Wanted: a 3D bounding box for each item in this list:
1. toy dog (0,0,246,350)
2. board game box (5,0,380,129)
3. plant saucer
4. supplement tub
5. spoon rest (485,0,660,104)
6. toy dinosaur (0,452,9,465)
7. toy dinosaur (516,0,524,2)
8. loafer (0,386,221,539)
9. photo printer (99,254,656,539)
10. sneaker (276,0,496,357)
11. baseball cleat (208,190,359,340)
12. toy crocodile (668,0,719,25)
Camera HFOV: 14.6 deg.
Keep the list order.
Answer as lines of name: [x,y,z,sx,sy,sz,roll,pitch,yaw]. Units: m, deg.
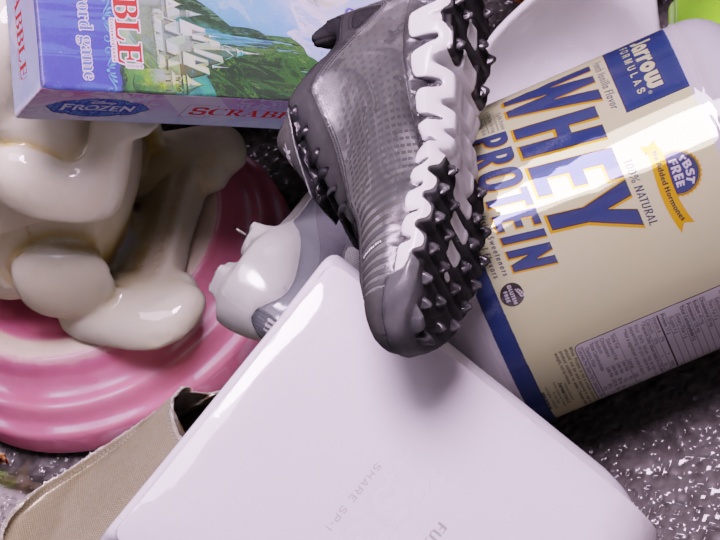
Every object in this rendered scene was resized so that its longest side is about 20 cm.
toy dog: [-0.167,-0.080,1.354,0.194,0.200,0.140,4,53,28]
board game box: [-0.069,-0.166,1.306,0.199,0.041,0.200,0,73,-26]
plant saucer: [-0.133,0.000,1.445,0.200,0.051,0.201,-13,48,15]
supplement tub: [0.126,-0.027,1.276,0.200,0.145,0.145,-24,46,6]
spoon rest: [0.115,-0.126,1.361,0.099,0.200,0.061,19,15,3]
toy dinosaur: [-0.256,0.073,1.380,0.102,0.136,0.200,-39,46,-11]
toy dinosaur: [0.087,-0.182,1.414,0.200,0.136,0.102,-12,14,-34]
loafer: [-0.082,0.092,1.279,0.200,0.068,0.076,-24,48,1]
photo printer: [0.014,0.117,1.198,0.200,0.069,0.166,39,79,2]
sneaker: [0.007,-0.042,1.204,0.090,0.066,0.200,-10,50,19]
baseball cleat: [0.000,0.000,1.355,0.106,0.070,0.200,32,32,8]
toy crocodile: [0.246,-0.139,1.383,0.200,0.062,0.068,-17,47,18]
